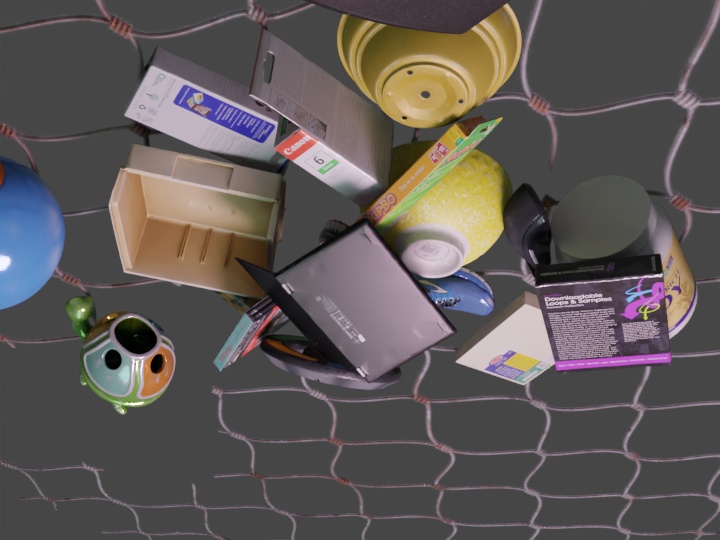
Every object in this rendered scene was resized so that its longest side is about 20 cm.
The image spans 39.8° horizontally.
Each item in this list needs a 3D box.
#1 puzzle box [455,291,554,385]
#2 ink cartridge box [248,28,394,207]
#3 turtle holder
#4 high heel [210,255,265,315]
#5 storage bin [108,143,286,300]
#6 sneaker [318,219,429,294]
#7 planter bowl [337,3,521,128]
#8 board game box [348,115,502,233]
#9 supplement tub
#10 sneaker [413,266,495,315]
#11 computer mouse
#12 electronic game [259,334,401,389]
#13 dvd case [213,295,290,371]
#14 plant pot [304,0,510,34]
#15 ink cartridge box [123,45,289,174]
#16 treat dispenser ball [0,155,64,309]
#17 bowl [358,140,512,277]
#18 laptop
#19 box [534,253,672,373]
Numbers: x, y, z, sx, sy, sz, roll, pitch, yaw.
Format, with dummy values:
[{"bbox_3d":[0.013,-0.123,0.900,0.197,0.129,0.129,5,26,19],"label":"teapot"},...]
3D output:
[{"bbox_3d":[0.250,0.108,1.523,0.133,0.026,0.200,20,142,-19],"label":"puzzle box"},{"bbox_3d":[-0.051,-0.168,1.110,0.200,0.109,0.050,31,137,-30],"label":"ink cartridge box"},{"bbox_3d":[-0.367,0.115,1.550,0.140,0.186,0.132,-15,155,-29],"label":"turtle holder"},{"bbox_3d":[-0.191,0.026,1.452,0.142,0.072,0.200,11,147,11],"label":"high heel"},{"bbox_3d":[-0.200,-0.059,1.263,0.199,0.094,0.199,12,155,-1],"label":"storage bin"},{"bbox_3d":[0.000,0.000,1.274,0.075,0.200,0.081,-50,133,0],"label":"sneaker"},{"bbox_3d":[0.071,-0.211,1.055,0.199,0.084,0.201,4,145,3],"label":"planter bowl"},{"bbox_3d":[0.072,-0.107,1.118,0.200,0.095,0.030,-41,85,27],"label":"board game box"},{"bbox_3d":[0.329,-0.010,1.244,0.145,0.146,0.200,-14,141,25],"label":"supplement tub"},{"bbox_3d":[0.092,0.037,1.393,0.199,0.090,0.079,13,145,-10],"label":"sneaker"},{"bbox_3d":[0.215,-0.012,1.229,0.046,0.141,0.200,-22,156,0],"label":"computer mouse"},{"bbox_3d":[-0.041,0.121,1.371,0.199,0.042,0.200,13,-176,-1],"label":"electronic game"},{"bbox_3d":[-0.108,0.051,1.373,0.022,0.200,0.146,48,141,8],"label":"dvd case"},{"bbox_3d":[0.067,-0.315,0.829,0.177,0.201,0.199,21,143,-38],"label":"plant pot"},{"bbox_3d":[-0.167,-0.181,1.170,0.199,0.039,0.099,24,142,-21],"label":"ink cartridge box"},{"bbox_3d":[-0.479,-0.048,1.262,0.200,0.202,0.201,4,145,3],"label":"treat dispenser ball"},{"bbox_3d":[0.091,-0.057,1.247,0.199,0.108,0.201,4,144,3],"label":"bowl"},{"bbox_3d":[-0.022,0.029,1.189,0.200,0.116,0.187,-31,118,18],"label":"laptop"},{"bbox_3d":[0.293,0.056,1.186,0.142,0.036,0.200,-6,144,16],"label":"box"}]
